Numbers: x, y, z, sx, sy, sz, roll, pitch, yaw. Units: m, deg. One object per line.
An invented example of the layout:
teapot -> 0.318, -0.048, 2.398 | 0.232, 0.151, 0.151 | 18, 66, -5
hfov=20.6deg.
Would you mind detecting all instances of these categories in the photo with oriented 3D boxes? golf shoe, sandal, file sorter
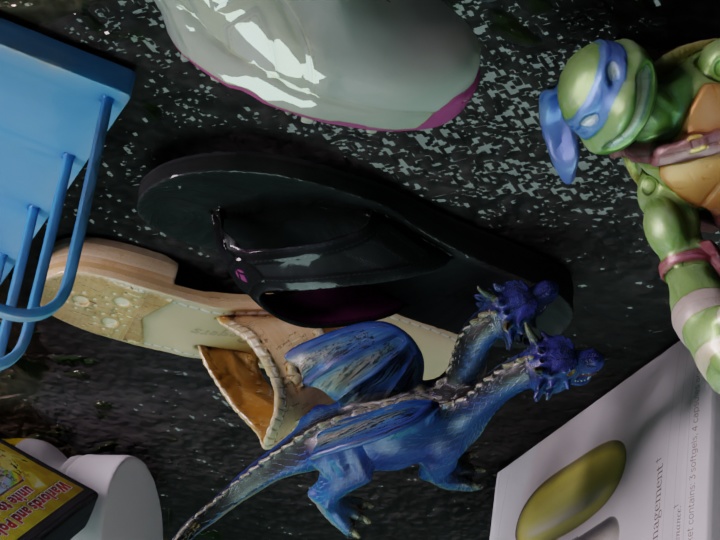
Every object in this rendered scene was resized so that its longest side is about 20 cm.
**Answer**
golf shoe -> -0.039, -0.116, 0.633 | 0.199, 0.076, 0.092 | 28, 134, -12
sandal -> 0.001, 0.000, 0.839 | 0.199, 0.048, 0.075 | 18, 147, -16
sandal -> -0.049, 0.048, 0.905 | 0.210, 0.070, 0.078 | 14, 147, -9
file sorter -> -0.200, -0.008, 0.804 | 0.138, 0.124, 0.200 | 21, 146, -19

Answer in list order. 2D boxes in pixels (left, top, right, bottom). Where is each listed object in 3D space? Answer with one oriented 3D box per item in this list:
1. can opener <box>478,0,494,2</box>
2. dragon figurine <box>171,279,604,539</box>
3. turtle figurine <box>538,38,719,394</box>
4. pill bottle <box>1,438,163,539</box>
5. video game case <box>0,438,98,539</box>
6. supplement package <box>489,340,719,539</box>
can opener -> 0.089, -0.132, 0.606 | 0.052, 0.067, 0.199 | 32, 146, -30
dragon figurine -> 0.003, 0.061, 0.838 | 0.198, 0.059, 0.100 | -14, 145, -6
turtle figurine -> 0.171, -0.024, 0.669 | 0.192, 0.145, 0.199 | 17, 159, -28
pill bottle -> -0.213, 0.146, 1.056 | 0.198, 0.115, 0.115 | -2, 147, 15
video game case -> -0.233, 0.094, 0.885 | 0.180, 0.200, 0.026 | 28, 106, 8
supplement package -> 0.162, 0.163, 0.924 | 0.146, 0.193, 0.200 | 22, 145, -18
